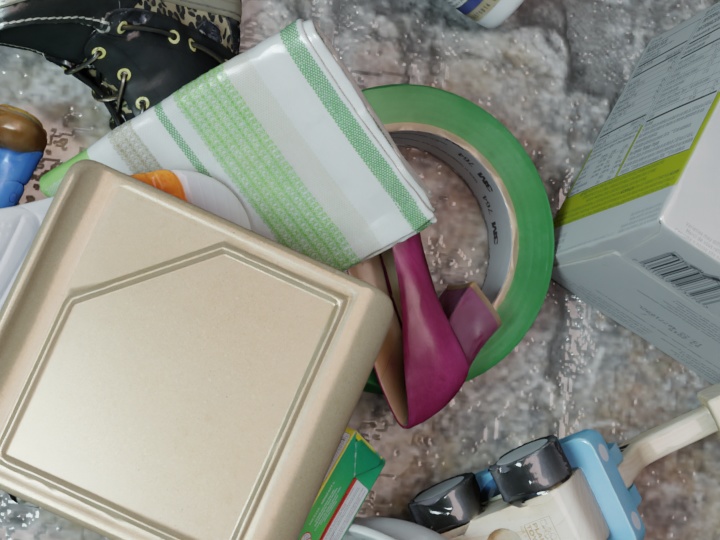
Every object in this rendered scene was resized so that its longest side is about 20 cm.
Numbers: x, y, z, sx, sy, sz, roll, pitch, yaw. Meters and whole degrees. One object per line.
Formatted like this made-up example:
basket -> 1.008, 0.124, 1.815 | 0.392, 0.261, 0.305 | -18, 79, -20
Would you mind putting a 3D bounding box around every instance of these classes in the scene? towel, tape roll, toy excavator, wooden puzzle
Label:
towel -> -0.072, -0.047, 1.086 | 0.199, 0.031, 0.149 | -27, 112, 20
tape roll -> 0.028, -0.020, 1.196 | 0.199, 0.048, 0.202 | 2, 82, -16
toy excavator -> 0.152, 0.138, 1.190 | 0.194, 0.200, 0.100 | -26, 92, 27
wooden puzzle -> -0.104, 0.060, 1.003 | 0.199, 0.037, 0.186 | 25, 83, -4

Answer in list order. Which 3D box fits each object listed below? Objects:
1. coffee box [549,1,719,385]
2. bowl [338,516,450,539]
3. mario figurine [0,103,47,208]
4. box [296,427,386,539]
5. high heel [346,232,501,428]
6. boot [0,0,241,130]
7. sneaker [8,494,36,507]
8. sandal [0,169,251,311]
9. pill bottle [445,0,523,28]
coffee box -> 0.271, -0.047, 1.191 | 0.199, 0.200, 0.198 | 32, 75, -10
bowl -> 0.029, 0.230, 1.111 | 0.090, 0.201, 0.202 | -27, 91, -49
mario figurine -> -0.253, -0.007, 1.078 | 0.106, 0.123, 0.201 | 20, 73, -26
box -> -0.094, 0.124, 1.092 | 0.118, 0.199, 0.048 | -58, 141, -15
high heel -> 0.000, 0.000, 1.122 | 0.200, 0.067, 0.096 | 46, 63, -10
boot -> -0.145, -0.101, 1.116 | 0.203, 0.073, 0.155 | -5, 87, -47
sneaker -> -0.133, 0.081, 1.075 | 0.075, 0.199, 0.077 | 29, 43, -50
sandal -> -0.163, -0.014, 1.046 | 0.206, 0.059, 0.080 | -7, 96, -26
pill bottle -> 0.037, -0.259, 1.197 | 0.200, 0.111, 0.111 | 33, 75, -10
